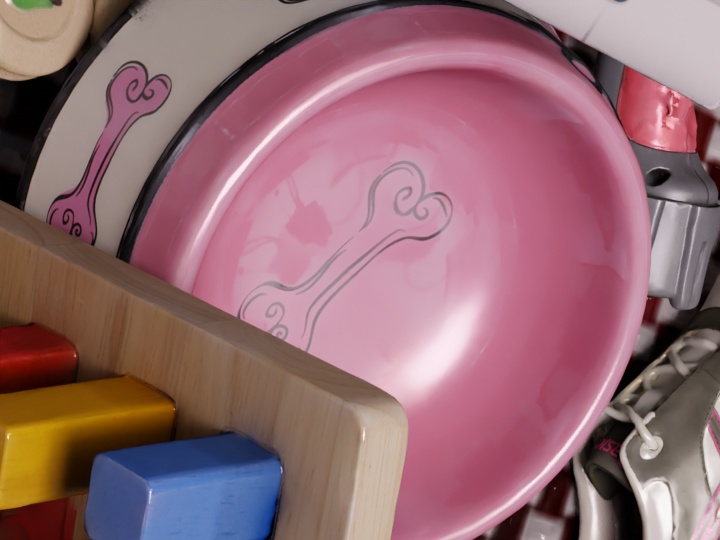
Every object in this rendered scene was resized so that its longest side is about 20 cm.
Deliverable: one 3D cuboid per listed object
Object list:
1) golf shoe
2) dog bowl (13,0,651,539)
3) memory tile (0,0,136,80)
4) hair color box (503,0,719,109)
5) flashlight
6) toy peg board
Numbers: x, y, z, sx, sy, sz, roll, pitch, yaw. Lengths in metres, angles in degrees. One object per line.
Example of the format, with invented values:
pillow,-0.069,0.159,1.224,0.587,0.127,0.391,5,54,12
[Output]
golf shoe,0.128,0.053,1.022,0.088,0.077,0.201,18,86,-27
dog bowl,0.000,0.000,0.847,0.199,0.074,0.201,-13,118,-25
memory tile,-0.091,-0.151,0.838,0.153,0.017,0.201,20,68,-41
hair color box,0.032,-0.135,0.726,0.199,0.061,0.100,27,124,-11
flashlight,0.115,-0.089,0.972,0.067,0.068,0.201,9,99,-3
toy peg board,-0.103,0.101,0.764,0.097,0.199,0.201,-7,113,-43
